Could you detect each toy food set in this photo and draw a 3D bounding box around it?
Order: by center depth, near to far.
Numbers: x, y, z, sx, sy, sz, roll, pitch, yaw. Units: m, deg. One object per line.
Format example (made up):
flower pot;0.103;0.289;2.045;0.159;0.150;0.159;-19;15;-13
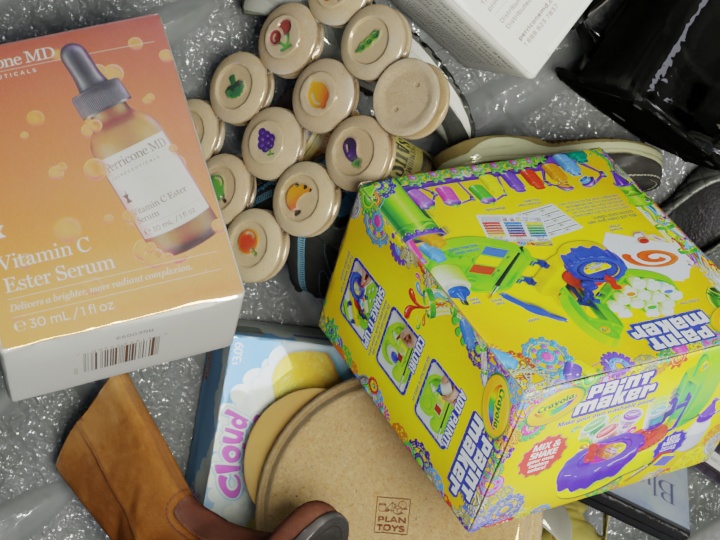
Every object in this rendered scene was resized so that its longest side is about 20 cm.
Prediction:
toy food set;0.022;0.166;1.036;0.200;0.049;0.198;-12;77;5

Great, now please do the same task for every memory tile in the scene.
memory tile;-0.042;-0.099;1.019;0.200;0.153;0.017;-41;153;23

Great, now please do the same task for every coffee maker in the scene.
coffee maker;0.264;-0.180;1.097;0.135;0.192;0.200;30;94;-47

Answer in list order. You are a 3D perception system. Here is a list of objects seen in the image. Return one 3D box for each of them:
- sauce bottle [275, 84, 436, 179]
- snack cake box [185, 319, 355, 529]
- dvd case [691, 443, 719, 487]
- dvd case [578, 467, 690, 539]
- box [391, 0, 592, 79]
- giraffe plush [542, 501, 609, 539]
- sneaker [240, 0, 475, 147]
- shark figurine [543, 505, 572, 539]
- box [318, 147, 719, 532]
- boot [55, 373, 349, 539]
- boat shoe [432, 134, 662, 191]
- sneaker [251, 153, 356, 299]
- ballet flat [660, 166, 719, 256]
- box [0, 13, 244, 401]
sauce bottle;0.026;-0.063;1.113;0.200;0.066;0.066;26;92;-21
snack cake box;-0.063;0.141;1.125;0.115;0.067;0.200;7;98;-19
dvd case;0.319;0.074;1.230;0.149;0.016;0.200;33;89;-42
dvd case;0.163;0.087;1.077;0.142;0.200;0.018;26;127;-11
box;0.085;-0.270;1.054;0.200;0.131;0.199;39;88;-21
giraffe plush;0.113;0.260;1.164;0.162;0.173;0.200;-8;97;-7
sneaker;0.001;-0.150;1.090;0.200;0.074;0.079;41;96;-14
shark figurine;0.107;0.182;1.092;0.128;0.090;0.215;-4;61;9
box;0.113;0.035;0.984;0.200;0.193;0.122;-10;135;-31
boot;-0.109;0.149;1.028;0.068;0.200;0.188;-9;146;-43
boat shoe;0.140;-0.058;1.123;0.201;0.072;0.066;-1;77;-35
sneaker;0.000;0.000;1.097;0.200;0.082;0.073;53;40;-28
ballet flat;0.254;-0.028;1.194;0.200;0.057;0.067;-35;110;-8
box;-0.175;-0.040;0.987;0.152;0.106;0.200;-15;73;-14
